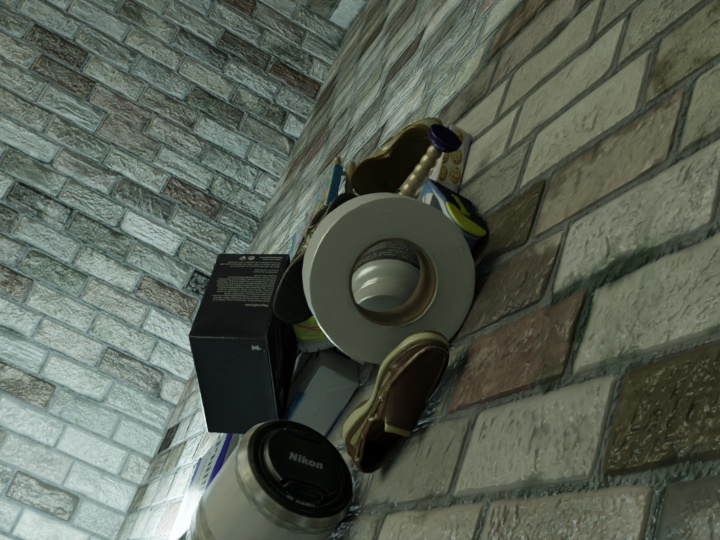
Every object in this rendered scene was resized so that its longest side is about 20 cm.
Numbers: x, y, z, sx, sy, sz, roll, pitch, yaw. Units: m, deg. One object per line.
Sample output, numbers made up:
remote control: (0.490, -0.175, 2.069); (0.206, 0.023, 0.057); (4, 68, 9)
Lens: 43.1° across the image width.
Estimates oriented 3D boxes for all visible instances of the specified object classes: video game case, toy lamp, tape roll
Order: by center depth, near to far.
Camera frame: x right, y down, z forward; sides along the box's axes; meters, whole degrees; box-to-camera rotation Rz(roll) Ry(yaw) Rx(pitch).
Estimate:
tape roll: (0.032, 0.009, 1.089); (0.203, 0.202, 0.071); (-62, 14, 4)
toy lamp: (0.072, -0.123, 1.338); (0.200, 0.058, 0.058); (-56, 14, 32)
video game case: (-0.084, -0.069, 1.558); (0.200, 0.018, 0.143); (125, 161, -46)

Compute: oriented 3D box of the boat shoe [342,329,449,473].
boat shoe: (0.047, 0.159, 1.047); (0.075, 0.075, 0.202); (-101, 33, -49)

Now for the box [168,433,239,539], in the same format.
box: (-0.230, 0.386, 1.555); (0.200, 0.105, 0.184); (-48, 20, 45)

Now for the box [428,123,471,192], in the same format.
box: (0.126, -0.136, 1.371); (0.039, 0.041, 0.200); (-47, 19, 51)

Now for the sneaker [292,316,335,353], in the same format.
sneaker: (-0.028, 0.062, 1.333); (0.200, 0.090, 0.078); (-16, 23, 30)

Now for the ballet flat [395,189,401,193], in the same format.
ballet flat: (0.045, -0.060, 1.472); (0.071, 0.071, 0.200); (-54, 18, 32)

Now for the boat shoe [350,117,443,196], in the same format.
boat shoe: (0.062, -0.179, 1.463); (0.200, 0.074, 0.066); (-30, 11, 45)

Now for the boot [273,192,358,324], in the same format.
boot: (-0.062, -0.019, 1.333); (0.204, 0.073, 0.154); (-60, 8, -1)

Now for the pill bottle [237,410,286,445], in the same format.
pill bottle: (-0.139, 0.270, 1.435); (0.106, 0.106, 0.200); (-58, 14, 20)

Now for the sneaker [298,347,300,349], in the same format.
sneaker: (-0.051, 0.068, 1.591); (0.114, 0.076, 0.199); (-34, 4, 16)

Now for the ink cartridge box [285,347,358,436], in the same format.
ink cartridge box: (-0.061, 0.160, 1.437); (0.116, 0.068, 0.200); (-58, 13, 18)

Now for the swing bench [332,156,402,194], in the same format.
swing bench: (-0.016, -0.087, 1.639); (0.199, 0.130, 0.200); (-133, 66, -76)

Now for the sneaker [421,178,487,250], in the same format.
sneaker: (0.109, -0.065, 1.226); (0.082, 0.074, 0.200); (-60, 12, 18)

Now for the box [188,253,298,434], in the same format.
box: (-0.169, 0.108, 1.374); (0.200, 0.117, 0.197); (-82, -9, -53)

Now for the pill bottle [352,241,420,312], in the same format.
pill bottle: (0.044, 0.007, 1.239); (0.113, 0.113, 0.200); (-53, 15, 35)

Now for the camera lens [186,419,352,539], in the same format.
camera lens: (-0.116, 0.302, 1.160); (0.200, 0.160, 0.160); (-55, 15, 30)
